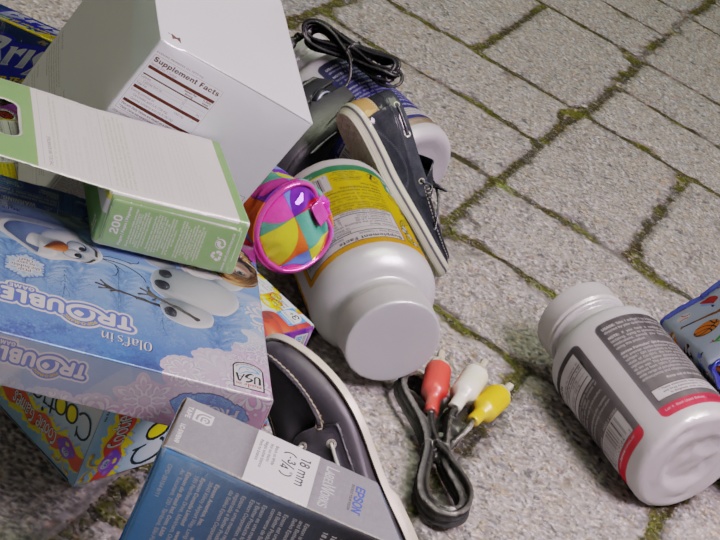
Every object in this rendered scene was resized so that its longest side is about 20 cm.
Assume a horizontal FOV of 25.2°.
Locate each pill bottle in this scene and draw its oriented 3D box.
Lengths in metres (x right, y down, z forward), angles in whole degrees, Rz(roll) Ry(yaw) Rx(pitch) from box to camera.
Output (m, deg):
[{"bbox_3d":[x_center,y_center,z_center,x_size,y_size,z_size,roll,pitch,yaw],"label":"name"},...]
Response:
[{"bbox_3d":[-0.011,-0.150,1.638,0.115,0.116,0.200,-7,43,-46],"label":"pill bottle"},{"bbox_3d":[0.000,0.000,1.398,0.112,0.113,0.200,11,31,-26],"label":"pill bottle"},{"bbox_3d":[0.239,0.102,1.427,0.110,0.111,0.200,5,35,-34],"label":"pill bottle"}]

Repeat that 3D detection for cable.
[{"bbox_3d":[0.065,0.126,1.307,0.097,0.050,0.200,23,27,2],"label":"cable"}]

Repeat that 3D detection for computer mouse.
[{"bbox_3d":[-0.067,-0.166,1.568,0.140,0.200,0.046,35,-14,28],"label":"computer mouse"}]

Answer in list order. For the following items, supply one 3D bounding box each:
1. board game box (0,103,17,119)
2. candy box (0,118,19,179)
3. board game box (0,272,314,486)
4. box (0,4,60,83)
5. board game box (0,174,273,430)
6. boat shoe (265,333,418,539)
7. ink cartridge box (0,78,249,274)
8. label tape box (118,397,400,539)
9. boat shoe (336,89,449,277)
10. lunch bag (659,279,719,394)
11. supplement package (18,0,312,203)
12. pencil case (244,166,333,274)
[{"bbox_3d":[-0.259,-0.078,1.407,0.200,0.032,0.120,36,25,17],"label":"board game box"},{"bbox_3d":[-0.288,-0.054,1.306,0.102,0.026,0.200,4,42,-26],"label":"candy box"},{"bbox_3d":[-0.149,0.065,1.176,0.105,0.103,0.200,41,31,26],"label":"board game box"},{"bbox_3d":[-0.282,-0.184,1.507,0.199,0.070,0.064,24,14,-6],"label":"box"},{"bbox_3d":[-0.163,0.022,1.076,0.199,0.043,0.199,16,28,-17],"label":"board game box"},{"bbox_3d":[-0.029,0.139,1.133,0.063,0.073,0.200,-27,86,-39],"label":"boat shoe"},{"bbox_3d":[-0.185,-0.071,1.131,0.199,0.048,0.146,14,24,-21],"label":"ink cartridge box"},{"bbox_3d":[-0.051,0.188,1.008,0.199,0.145,0.063,25,26,-4],"label":"label tape box"},{"bbox_3d":[0.044,-0.081,1.515,0.062,0.200,0.075,-36,27,-19],"label":"boat shoe"},{"bbox_3d":[0.387,0.113,1.469,0.200,0.124,0.170,56,5,-13],"label":"lunch bag"},{"bbox_3d":[-0.165,-0.133,1.307,0.147,0.200,0.192,27,30,-30],"label":"supplement package"},{"bbox_3d":[-0.098,-0.064,1.395,0.088,0.089,0.200,6,17,-33],"label":"pencil case"}]
